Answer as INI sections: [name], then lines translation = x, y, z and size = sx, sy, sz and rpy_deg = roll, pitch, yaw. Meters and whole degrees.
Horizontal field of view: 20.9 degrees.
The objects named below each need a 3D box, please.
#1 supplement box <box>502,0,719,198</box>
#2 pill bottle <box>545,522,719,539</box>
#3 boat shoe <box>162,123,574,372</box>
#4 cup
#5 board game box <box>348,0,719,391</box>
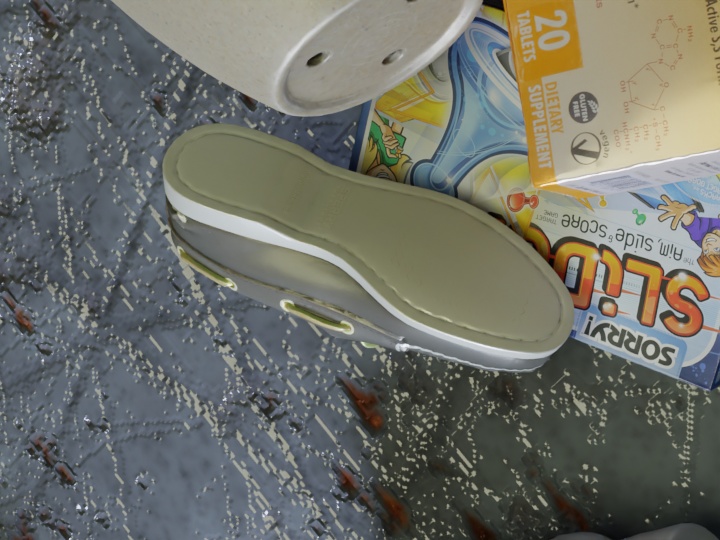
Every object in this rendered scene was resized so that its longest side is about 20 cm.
[supplement box]
translation = 0.162, -0.108, 0.785
size = 0.199, 0.073, 0.127
rpy_deg = -11, 83, 22
[pill bottle]
translation = 0.078, 0.187, 0.908
size = 0.199, 0.113, 0.114
rpy_deg = -21, 91, 32
[boat shoe]
translation = 0.001, -0.002, 0.894
size = 0.201, 0.072, 0.060
rpy_deg = 24, 142, 11
[cup]
translation = -0.026, -0.151, 0.821
size = 0.200, 0.200, 0.144
rpy_deg = -40, 70, 30
[board game box]
translation = 0.091, -0.044, 0.891
size = 0.199, 0.034, 0.136
rpy_deg = 21, 111, 24
